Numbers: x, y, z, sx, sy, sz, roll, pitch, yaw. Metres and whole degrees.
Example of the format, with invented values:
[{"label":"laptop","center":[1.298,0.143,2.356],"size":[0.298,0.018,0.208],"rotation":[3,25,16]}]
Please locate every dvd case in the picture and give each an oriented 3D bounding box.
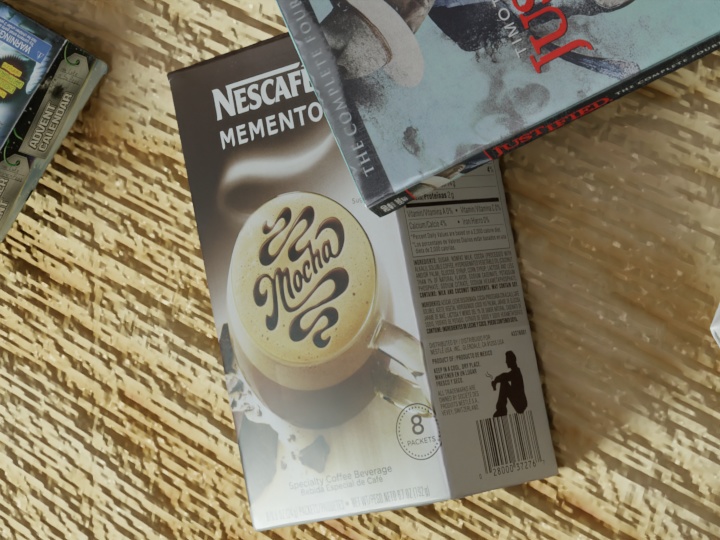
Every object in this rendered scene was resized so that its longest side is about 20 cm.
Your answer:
[{"label":"dvd case","center":[0.065,-0.128,0.910],"size":[0.200,0.022,0.146],"rotation":[-26,76,12]}]

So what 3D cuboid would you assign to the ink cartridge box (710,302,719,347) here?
[{"label":"ink cartridge box","center":[0.210,-0.035,0.734],"size":[0.146,0.200,0.084],"rotation":[-19,121,39]}]

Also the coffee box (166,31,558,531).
[{"label":"coffee box","center":[0.000,0.000,0.992],"size":[0.113,0.080,0.200],"rotation":[-15,85,39]}]

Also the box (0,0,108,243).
[{"label":"box","center":[-0.234,-0.088,1.178],"size":[0.200,0.040,0.137],"rotation":[30,90,34]}]
